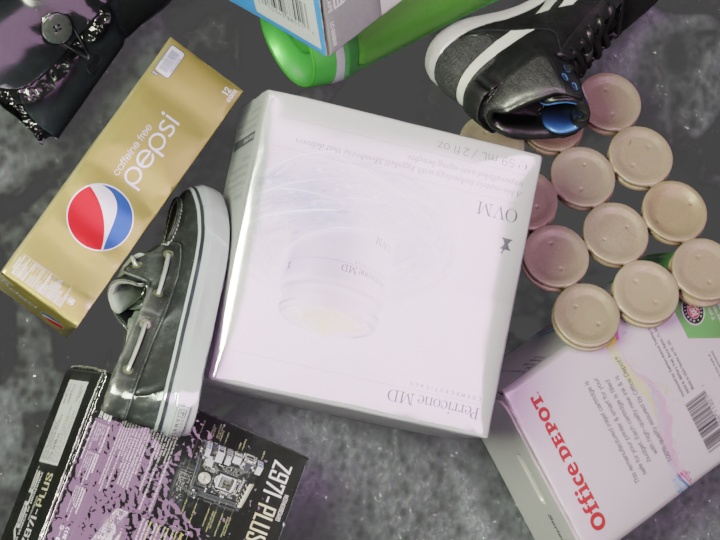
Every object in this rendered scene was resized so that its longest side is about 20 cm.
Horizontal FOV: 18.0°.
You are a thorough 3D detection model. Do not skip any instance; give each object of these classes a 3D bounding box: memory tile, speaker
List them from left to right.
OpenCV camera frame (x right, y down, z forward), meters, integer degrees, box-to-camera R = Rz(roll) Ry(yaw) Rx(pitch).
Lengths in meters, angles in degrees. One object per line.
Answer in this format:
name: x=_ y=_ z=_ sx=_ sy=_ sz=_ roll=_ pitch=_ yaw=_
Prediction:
speaker: x=0.029 y=-0.204 z=1.616 sx=0.199 sy=0.088 sz=0.089 roll=-29 pitch=101 yaw=-22
memory tile: x=0.174 y=-0.045 z=1.665 sx=0.152 sy=0.017 sz=0.201 roll=-21 pitch=70 yaw=-17

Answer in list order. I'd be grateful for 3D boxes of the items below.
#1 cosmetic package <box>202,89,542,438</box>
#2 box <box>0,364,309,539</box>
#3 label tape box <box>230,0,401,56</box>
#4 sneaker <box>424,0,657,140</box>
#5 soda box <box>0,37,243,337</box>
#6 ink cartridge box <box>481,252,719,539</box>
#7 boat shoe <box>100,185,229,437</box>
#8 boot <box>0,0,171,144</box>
cosmetic package: x=0.000 y=0.000 z=1.563 sx=0.198 sy=0.123 sz=0.202 roll=12 pitch=86 yaw=-12
box: x=-0.150 y=0.186 z=1.532 sx=0.163 sy=0.086 sz=0.201 roll=24 pitch=81 yaw=-22
label tape box: x=-0.006 y=-0.248 z=1.555 sx=0.200 sy=0.144 sz=0.064 roll=-40 pitch=143 yaw=-26
sneaker: x=0.157 y=-0.153 z=1.653 sx=0.199 sy=0.112 sz=0.073 roll=-25 pitch=142 yaw=-15
soda box: x=-0.164 y=-0.055 z=1.533 sx=0.064 sy=0.068 sz=0.201 roll=36 pitch=76 yaw=-6
ink cartridge box: x=0.192 y=0.099 z=1.686 sx=0.199 sy=0.084 sz=0.146 roll=-33 pitch=102 yaw=-21
boat shoe: x=-0.130 y=0.016 z=1.493 sx=0.070 sy=0.072 sz=0.201 roll=15 pitch=46 yaw=-11
boot: x=-0.219 y=-0.200 z=1.482 sx=0.168 sy=0.076 sz=0.200 roll=-47 pitch=121 yaw=-3
